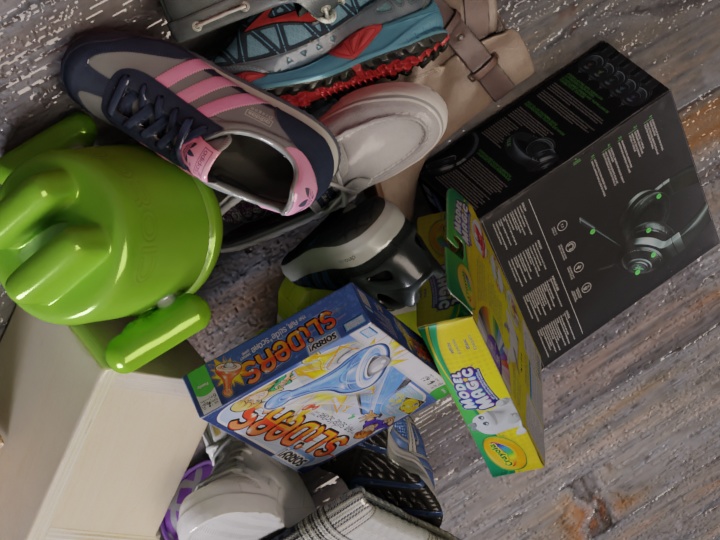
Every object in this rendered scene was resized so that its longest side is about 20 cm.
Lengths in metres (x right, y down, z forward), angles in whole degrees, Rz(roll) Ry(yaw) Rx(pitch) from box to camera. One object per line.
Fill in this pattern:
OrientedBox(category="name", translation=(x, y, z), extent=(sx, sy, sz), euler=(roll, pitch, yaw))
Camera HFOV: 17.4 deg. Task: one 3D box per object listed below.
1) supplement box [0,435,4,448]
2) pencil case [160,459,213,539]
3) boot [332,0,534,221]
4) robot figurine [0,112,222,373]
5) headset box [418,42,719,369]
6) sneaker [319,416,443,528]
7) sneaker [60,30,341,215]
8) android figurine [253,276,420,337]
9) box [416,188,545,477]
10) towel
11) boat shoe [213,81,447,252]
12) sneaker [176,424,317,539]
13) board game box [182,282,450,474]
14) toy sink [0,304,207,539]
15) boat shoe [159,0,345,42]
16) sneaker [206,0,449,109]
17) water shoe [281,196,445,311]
OrientedBox(category="supplement box", translation=(-0.337, 0.082, 1.606), extent=(0.067, 0.069, 0.200), euler=(-46, 132, 3))
OrientedBox(category="pencil case", translation=(-0.072, 0.224, 1.864), extent=(0.084, 0.086, 0.200), euler=(-40, 133, 13))
OrientedBox(category="boot", translation=(0.057, -0.122, 1.718), extent=(0.146, 0.070, 0.200), euler=(-24, 125, -9))
OrientedBox(category="robot figurine", translation=(-0.168, -0.026, 1.579), extent=(0.116, 0.175, 0.200), euler=(-40, 167, 24))
OrientedBox(category="headset box", translation=(0.169, -0.053, 1.830), extent=(0.200, 0.093, 0.174), euler=(-35, 132, -9))
OrientedBox(category="sneaker", translation=(-0.003, 0.120, 1.805), extent=(0.076, 0.077, 0.200), euler=(-21, 120, 13))
OrientedBox(category="sneaker", translation=(-0.112, -0.097, 1.559), extent=(0.200, 0.082, 0.070), euler=(21, 119, 2))
OrientedBox(category="android figurine", translation=(-0.004, 0.054, 1.826), extent=(0.182, 0.041, 0.200), euler=(-11, 127, -27))
OrientedBox(category="box", translation=(0.085, 0.045, 1.722), extent=(0.048, 0.117, 0.200), euler=(-12, 133, 14))
OrientedBox(category="towel", translation=(-0.028, 0.240, 1.778), extent=(0.193, 0.035, 0.200), euler=(-34, 150, 15))
OrientedBox(category="boat shoe", translation=(-0.030, -0.067, 1.647), extent=(0.200, 0.069, 0.072), euler=(-18, 126, 21))
OrientedBox(category="sneaker", translation=(-0.097, 0.145, 1.716), extent=(0.074, 0.116, 0.200), euler=(-25, 166, 12))
OrientedBox(category="board game box", translation=(-0.024, 0.079, 1.650), extent=(0.135, 0.034, 0.200), euler=(-30, 157, 10))
OrientedBox(category="toy sink", translation=(-0.200, 0.126, 1.683), extent=(0.112, 0.130, 0.200), euler=(11, 112, -39))
OrientedBox(category="boat shoe", translation=(-0.038, -0.195, 1.580), extent=(0.200, 0.073, 0.062), euler=(-9, 99, -5))
OrientedBox(category="sneaker", translation=(-0.044, -0.163, 1.638), extent=(0.200, 0.096, 0.079), euler=(-16, 168, 0))
OrientedBox(category="water shoe", translation=(0.000, 0.000, 1.661), extent=(0.072, 0.200, 0.079), euler=(-44, 97, -10))
